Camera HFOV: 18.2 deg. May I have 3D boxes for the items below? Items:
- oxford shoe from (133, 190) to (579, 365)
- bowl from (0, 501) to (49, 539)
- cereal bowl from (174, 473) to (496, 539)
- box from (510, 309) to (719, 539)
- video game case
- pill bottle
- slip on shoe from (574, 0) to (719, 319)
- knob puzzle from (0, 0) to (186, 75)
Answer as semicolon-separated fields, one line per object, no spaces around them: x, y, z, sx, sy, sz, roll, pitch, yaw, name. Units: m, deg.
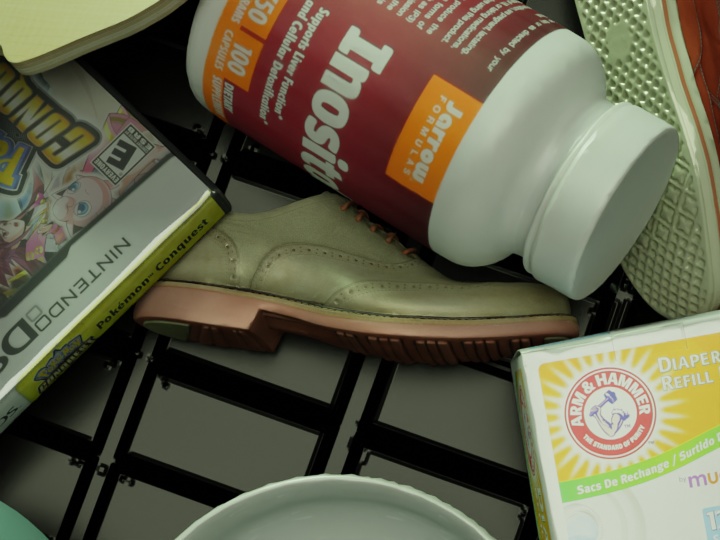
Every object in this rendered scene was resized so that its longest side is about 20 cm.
0.000;0.000;1.005;0.200;0.071;0.074;6;77;3;oxford shoe
-0.190;0.166;0.944;0.200;0.105;0.201;6;115;12;bowl
-0.008;0.189;0.961;0.200;0.083;0.200;-1;81;7;cereal bowl
0.134;0.122;0.952;0.112;0.101;0.200;-10;86;1;box
-0.187;-0.031;1.016;0.181;0.026;0.200;-45;66;-5;video game case
0.032;-0.074;0.978;0.200;0.113;0.113;32;83;18;pill bottle
0.142;-0.077;1.014;0.061;0.074;0.200;-6;85;-35;slip on shoe
-0.104;-0.167;1.007;0.219;0.030;0.220;-16;52;22;knob puzzle
